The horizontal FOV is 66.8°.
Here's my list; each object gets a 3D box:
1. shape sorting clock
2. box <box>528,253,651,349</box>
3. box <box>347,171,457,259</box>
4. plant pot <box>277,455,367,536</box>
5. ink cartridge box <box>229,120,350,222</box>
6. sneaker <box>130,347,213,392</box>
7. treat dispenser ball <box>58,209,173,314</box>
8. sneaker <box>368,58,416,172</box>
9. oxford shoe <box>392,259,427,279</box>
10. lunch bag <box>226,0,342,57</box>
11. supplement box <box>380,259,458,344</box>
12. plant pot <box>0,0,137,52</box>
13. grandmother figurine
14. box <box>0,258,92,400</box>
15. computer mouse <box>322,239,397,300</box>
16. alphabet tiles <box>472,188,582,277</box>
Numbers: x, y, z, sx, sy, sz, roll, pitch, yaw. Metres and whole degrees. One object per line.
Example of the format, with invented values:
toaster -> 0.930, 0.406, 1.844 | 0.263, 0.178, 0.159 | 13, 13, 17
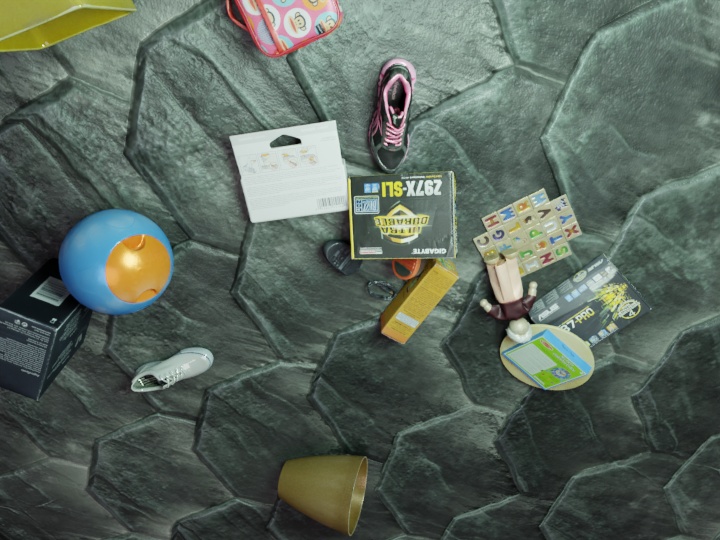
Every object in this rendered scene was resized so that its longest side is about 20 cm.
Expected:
shape sorting clock -> 0.412, 0.193, 1.213 | 0.200, 0.039, 0.200 | 18, 137, 17
box -> 0.490, 0.082, 1.176 | 0.200, 0.049, 0.161 | -40, 109, 22
box -> 0.080, -0.102, 1.029 | 0.200, 0.049, 0.160 | 0, 98, 16
plant pot -> -0.099, 0.544, 1.373 | 0.200, 0.186, 0.187 | 8, 119, 12
ink cartridge box -> -0.128, -0.189, 1.035 | 0.200, 0.045, 0.176 | -7, 119, 4
sneaker -> -0.432, 0.238, 1.254 | 0.200, 0.071, 0.073 | -20, 117, 11
treat dispenser ball -> -0.463, -0.016, 1.043 | 0.200, 0.201, 0.201 | 0, 119, 0
sneaker -> 0.057, -0.264, 0.966 | 0.079, 0.095, 0.200 | 2, 120, -2
oxford shoe -> 0.120, -0.081, 1.091 | 0.071, 0.073, 0.200 | 27, 107, 28
lunch bag -> -0.138, -0.455, 0.875 | 0.176, 0.082, 0.200 | -19, 115, 15
supplement box -> 0.122, 0.059, 1.157 | 0.069, 0.067, 0.200 | 28, 116, -14
plant pot -> -0.499, -0.460, 0.814 | 0.195, 0.194, 0.200 | -16, 112, 9
grandmother figurine -> 0.310, 0.060, 1.135 | 0.121, 0.061, 0.200 | -16, 105, 19
box -> -0.647, 0.116, 1.118 | 0.117, 0.197, 0.200 | 23, 116, -11
computer mouse -> 0.000, 0.000, 1.150 | 0.200, 0.034, 0.059 | 40, 95, -24
alphabet tiles -> 0.342, -0.070, 1.118 | 0.200, 0.006, 0.167 | -26, 116, 14
